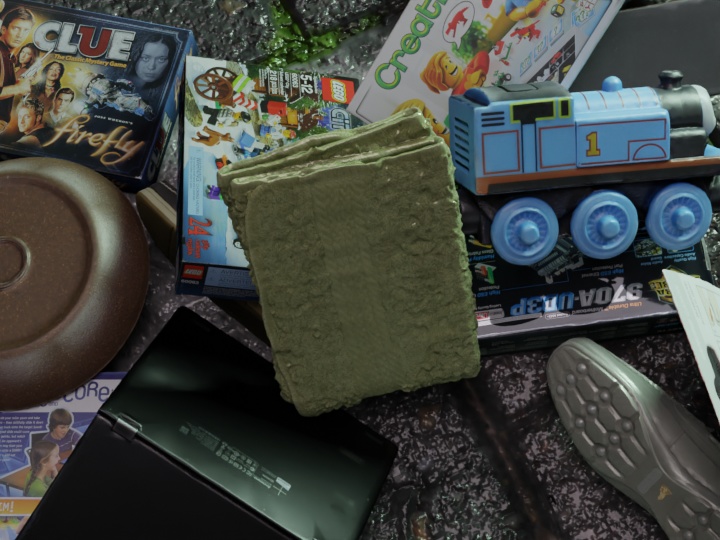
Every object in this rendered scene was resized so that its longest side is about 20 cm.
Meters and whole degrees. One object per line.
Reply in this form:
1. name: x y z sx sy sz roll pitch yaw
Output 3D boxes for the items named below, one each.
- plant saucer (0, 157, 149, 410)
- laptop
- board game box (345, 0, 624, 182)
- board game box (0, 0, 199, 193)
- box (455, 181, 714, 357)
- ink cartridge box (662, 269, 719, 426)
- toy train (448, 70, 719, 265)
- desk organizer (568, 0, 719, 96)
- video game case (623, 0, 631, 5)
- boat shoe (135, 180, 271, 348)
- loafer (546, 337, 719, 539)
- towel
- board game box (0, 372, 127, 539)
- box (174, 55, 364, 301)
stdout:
1. plant saucer: -0.255 0.000 0.936 0.199 0.037 0.201 -3 68 7
2. laptop: -0.104 0.161 0.864 0.187 0.116 0.200 34 36 -2
3. board game box: 0.094 -0.163 0.896 0.126 0.035 0.200 33 104 5
4. board game box: -0.244 -0.144 1.028 0.199 0.035 0.136 11 70 9
5. box: 0.145 -0.026 0.940 0.199 0.046 0.160 -8 68 2
6. ink cartridge box: 0.241 0.094 0.807 0.047 0.200 0.161 -29 63 30
7. toy train: 0.152 -0.071 0.856 0.199 0.087 0.115 -6 107 -8
8. desk organizer: 0.176 -0.152 0.958 0.199 0.077 0.072 -10 98 2
9. video game case: 0.196 -0.278 0.991 0.200 0.026 0.181 -32 47 -18
10. boat shoe: -0.079 -0.003 0.945 0.201 0.072 0.066 40 68 17
11. loafer: 0.206 0.124 0.871 0.070 0.070 0.200 -21 66 -49
12. towel: 0.000 0.000 0.836 0.148 0.201 0.037 -13 29 3
13. board game box: -0.167 0.140 0.912 0.199 0.034 0.136 0 69 5
14. box: -0.063 -0.066 0.928 0.136 0.038 0.201 5 50 -13
